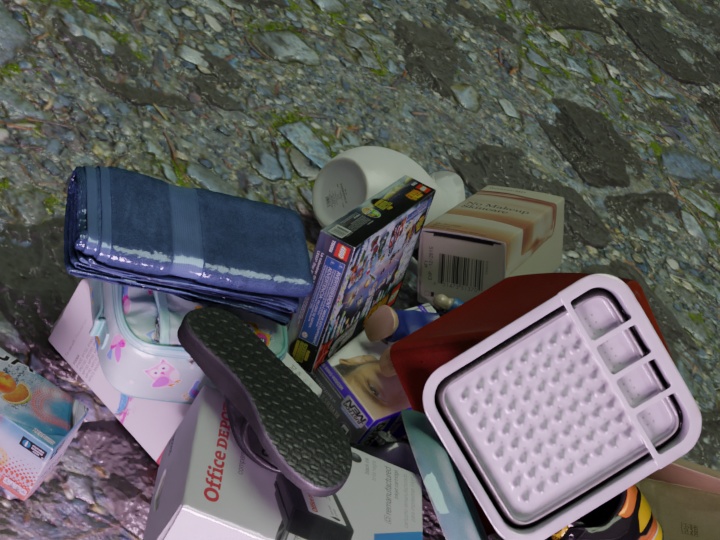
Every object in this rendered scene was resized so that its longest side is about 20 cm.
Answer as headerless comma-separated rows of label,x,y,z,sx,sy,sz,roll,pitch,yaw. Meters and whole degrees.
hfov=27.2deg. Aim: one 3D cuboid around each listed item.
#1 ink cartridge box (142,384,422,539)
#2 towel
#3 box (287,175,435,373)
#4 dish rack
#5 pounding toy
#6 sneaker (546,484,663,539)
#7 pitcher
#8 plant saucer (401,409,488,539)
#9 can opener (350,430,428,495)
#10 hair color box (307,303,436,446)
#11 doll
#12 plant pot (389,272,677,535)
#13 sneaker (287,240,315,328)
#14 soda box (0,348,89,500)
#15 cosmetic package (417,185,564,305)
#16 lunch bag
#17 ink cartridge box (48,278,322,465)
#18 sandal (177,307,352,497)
ink cartridge box,-0.056,0.195,1.149,0.199,0.084,0.145,24,31,-14
towel,-0.141,-0.023,1.211,0.199,0.049,0.112,12,44,-21
box,0.000,0.000,1.414,0.040,0.137,0.200,27,28,14
dish rack,0.167,0.115,1.250,0.172,0.200,0.044,59,-3,-5
pounding toy,0.325,0.305,1.468,0.199,0.142,0.184,19,34,-6
sneaker,0.178,0.260,1.330,0.070,0.200,0.090,26,-31,59
pitcher,0.046,-0.049,1.666,0.200,0.121,0.172,11,54,-51
plant saucer,0.084,0.209,1.280,0.200,0.027,0.201,-22,90,-87
can opener,0.065,0.202,1.415,0.199,0.079,0.063,16,-1,-34
hair color box,0.029,0.106,1.487,0.200,0.065,0.109,-15,59,-49
doll,0.097,0.079,1.482,0.200,0.048,0.137,4,54,-44
plant pot,0.182,0.109,1.380,0.200,0.176,0.200,-27,95,-41
sneaker,-0.057,0.035,1.505,0.071,0.113,0.200,33,0,12
soda box,-0.320,0.090,1.174,0.200,0.068,0.064,34,33,-1
cosmetic package,0.146,-0.025,1.626,0.103,0.088,0.200,9,19,22
lunch bag,-0.152,0.021,1.257,0.160,0.077,0.200,12,42,-29
ink cartridge box,-0.155,0.084,1.324,0.200,0.086,0.147,47,35,13
sandal,-0.074,0.106,1.135,0.075,0.048,0.200,-3,40,-41
